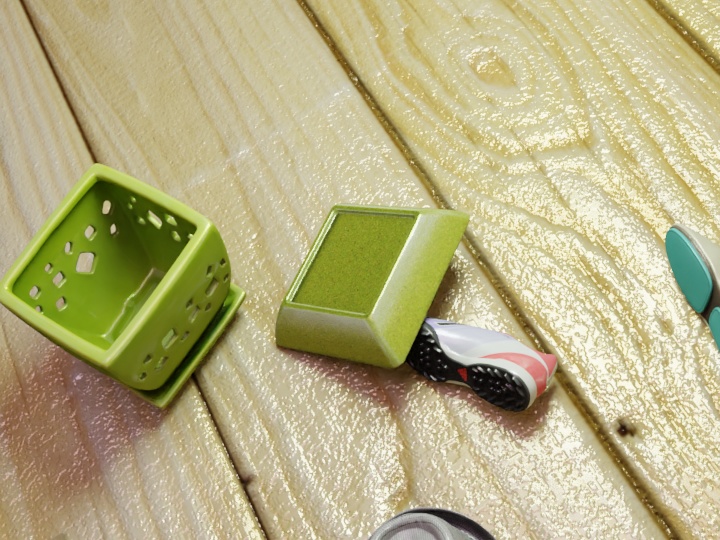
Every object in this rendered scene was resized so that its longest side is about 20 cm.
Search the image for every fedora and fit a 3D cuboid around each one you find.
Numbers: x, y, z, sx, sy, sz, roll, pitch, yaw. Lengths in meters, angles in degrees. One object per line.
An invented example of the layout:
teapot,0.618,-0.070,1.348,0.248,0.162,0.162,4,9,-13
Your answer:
fedora,0.061,0.315,1.083,0.175,0.090,0.202,-9,59,13

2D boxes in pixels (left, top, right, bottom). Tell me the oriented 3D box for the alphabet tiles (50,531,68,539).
alphabet tiles,-0.388,0.386,1.240,0.199,0.008,0.167,-36,56,-5

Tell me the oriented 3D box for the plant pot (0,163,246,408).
plant pot,-0.260,0.030,1.299,0.198,0.182,0.201,27,71,28

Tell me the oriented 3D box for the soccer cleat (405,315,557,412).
soccer cleat,0.117,0.087,1.223,0.199,0.069,0.073,22,40,36

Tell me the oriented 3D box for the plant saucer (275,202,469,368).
plant saucer,0.000,0.000,1.274,0.199,0.048,0.201,7,62,43

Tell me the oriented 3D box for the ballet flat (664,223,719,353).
ballet flat,0.380,0.033,1.167,0.069,0.070,0.201,-20,59,6
